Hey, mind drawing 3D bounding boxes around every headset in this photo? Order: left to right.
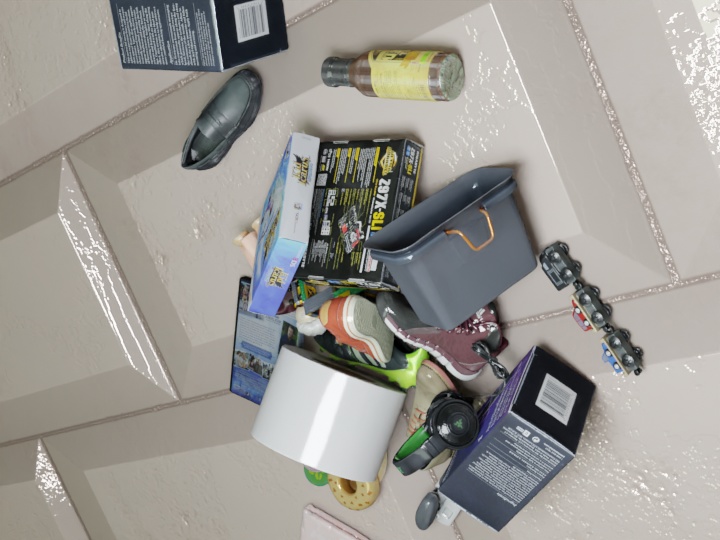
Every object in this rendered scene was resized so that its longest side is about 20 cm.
[{"bbox_3d":[0.115,0.190,1.439,0.200,0.124,0.094,-41,91,3],"label":"headset"}]

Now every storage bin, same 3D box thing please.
[{"bbox_3d":[0.131,-0.023,1.354,0.135,0.199,0.145,61,162,-17],"label":"storage bin"}]

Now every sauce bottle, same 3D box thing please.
[{"bbox_3d":[0.037,-0.257,1.401,0.199,0.065,0.065,9,116,32],"label":"sauce bottle"}]

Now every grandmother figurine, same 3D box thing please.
[{"bbox_3d":[-0.117,0.019,1.629,0.121,0.060,0.200,-42,75,15],"label":"grandmother figurine"}]

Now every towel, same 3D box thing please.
[{"bbox_3d":[-0.027,0.521,1.844,0.190,0.032,0.201,23,124,26],"label":"towel"}]

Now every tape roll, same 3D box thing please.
[{"bbox_3d":[-0.046,0.209,1.569,0.202,0.202,0.140,20,88,28],"label":"tape roll"}]

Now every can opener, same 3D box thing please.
[{"bbox_3d":[0.134,0.330,1.599,0.053,0.067,0.201,39,139,17],"label":"can opener"}]

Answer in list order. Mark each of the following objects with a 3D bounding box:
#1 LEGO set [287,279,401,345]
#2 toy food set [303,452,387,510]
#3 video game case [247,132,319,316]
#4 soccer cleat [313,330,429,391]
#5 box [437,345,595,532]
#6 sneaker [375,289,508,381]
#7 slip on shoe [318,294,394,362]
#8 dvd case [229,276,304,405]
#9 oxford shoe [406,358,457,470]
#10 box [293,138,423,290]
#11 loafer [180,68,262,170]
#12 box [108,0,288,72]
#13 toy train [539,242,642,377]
[{"bbox_3d":[0.000,0.000,1.544,0.199,0.115,0.155,-35,59,27],"label":"LEGO set"},{"bbox_3d":[-0.043,0.279,1.729,0.197,0.049,0.201,26,125,25],"label":"toy food set"},{"bbox_3d":[-0.110,-0.063,1.511,0.045,0.182,0.200,12,145,-13],"label":"video game case"},{"bbox_3d":[0.019,0.112,1.600,0.199,0.067,0.082,20,103,29],"label":"soccer cleat"},{"bbox_3d":[0.209,0.227,1.434,0.104,0.148,0.200,34,128,0],"label":"box"},{"bbox_3d":[0.123,0.063,1.460,0.199,0.076,0.115,35,124,-27],"label":"sneaker"},{"bbox_3d":[0.001,0.078,1.469,0.061,0.200,0.075,1,74,23],"label":"slip on shoe"},{"bbox_3d":[-0.150,0.123,1.720,0.142,0.017,0.202,18,108,37],"label":"dvd case"},{"bbox_3d":[0.102,0.215,1.535,0.070,0.075,0.201,30,144,41],"label":"oxford shoe"},{"bbox_3d":[-0.004,-0.078,1.458,0.159,0.049,0.202,3,79,37],"label":"box"},{"bbox_3d":[-0.210,-0.220,1.603,0.068,0.070,0.201,48,131,8],"label":"loafer"},{"bbox_3d":[-0.227,-0.348,1.503,0.199,0.148,0.108,10,116,34],"label":"box"},{"bbox_3d":[0.295,0.054,1.375,0.201,0.034,0.046,55,135,3],"label":"toy train"}]
